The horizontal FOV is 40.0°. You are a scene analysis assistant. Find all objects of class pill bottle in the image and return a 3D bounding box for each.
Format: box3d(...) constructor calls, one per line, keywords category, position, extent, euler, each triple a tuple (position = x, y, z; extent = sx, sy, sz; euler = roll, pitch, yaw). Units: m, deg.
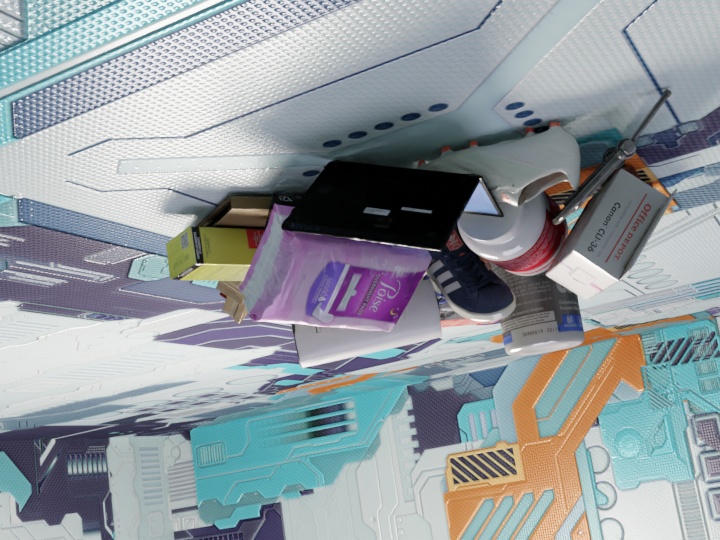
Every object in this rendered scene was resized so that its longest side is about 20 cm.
box3d(category="pill bottle", position=(0.240, 0.010, 1.375), extent=(0.112, 0.204, 0.114), euler=(-8, 168, -2))
box3d(category="pill bottle", position=(0.186, -0.062, 1.230), extent=(0.111, 0.114, 0.199), euler=(-14, 167, 21))

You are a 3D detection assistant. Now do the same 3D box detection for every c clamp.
box3d(category="c clamp", position=(0.280, -0.114, 1.126), extent=(0.171, 0.027, 0.200), euler=(-50, 175, 2))

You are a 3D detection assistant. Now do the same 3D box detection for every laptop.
box3d(category="laptop", position=(0.041, -0.054, 1.052), extent=(0.174, 0.201, 0.105), euler=(7, 130, 23))

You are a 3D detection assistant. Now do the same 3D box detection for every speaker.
box3d(category="speaker", position=(0.009, 0.070, 1.318), extent=(0.196, 0.083, 0.081), euler=(-13, 167, -2))

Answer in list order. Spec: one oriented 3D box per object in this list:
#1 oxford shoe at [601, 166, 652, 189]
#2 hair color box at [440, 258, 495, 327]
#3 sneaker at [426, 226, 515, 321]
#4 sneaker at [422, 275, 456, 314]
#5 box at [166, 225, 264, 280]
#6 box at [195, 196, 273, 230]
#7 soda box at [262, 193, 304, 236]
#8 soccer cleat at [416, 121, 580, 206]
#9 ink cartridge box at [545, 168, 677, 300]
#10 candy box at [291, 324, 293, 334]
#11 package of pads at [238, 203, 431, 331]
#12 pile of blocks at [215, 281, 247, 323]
box3d(category="oxford shoe", position=(0.347, -0.089, 1.324), extent=(0.073, 0.072, 0.199), euler=(-12, 167, 27))
box3d(category="hair color box", position=(0.138, 0.032, 1.604), extent=(0.197, 0.113, 0.064), euler=(-3, 166, -27))
box3d(category="sneaker", position=(0.128, -0.011, 1.286), extent=(0.074, 0.200, 0.086), euler=(-26, 129, -19))
box3d(category="sneaker", position=(0.136, 0.001, 1.459), extent=(0.079, 0.117, 0.199), euler=(-6, 167, -18))
box3d(category="box", position=(-0.136, -0.019, 1.229), extent=(0.197, 0.051, 0.075), euler=(1, 163, -36))
box3d(category="box", position=(-0.101, -0.059, 1.246), extent=(0.197, 0.022, 0.163), euler=(-1, 164, -30))
box3d(category="soda box", position=(-0.014, -0.046, 1.183), extent=(0.197, 0.064, 0.072), euler=(-1, 125, -30))
box3d(category="soccer cleat", position=(0.146, -0.104, 1.098), extent=(0.197, 0.079, 0.069), euler=(-13, 167, 18))
box3d(category="ink cartridge box", position=(0.292, -0.043, 1.166), extent=(0.067, 0.118, 0.200), euler=(31, 171, 4))
box3d(category="candy box", position=(-0.015, 0.032, 1.515), extent=(0.196, 0.104, 0.026), euler=(-10, 167, 6))
box3d(category="package of pads", position=(-0.029, 0.002, 1.114), extent=(0.197, 0.076, 0.122), euler=(8, 123, -35))
box3d(category="pile of blocks", position=(-0.174, 0.000, 1.402), extent=(0.062, 0.083, 0.201), euler=(33, 157, 8))
